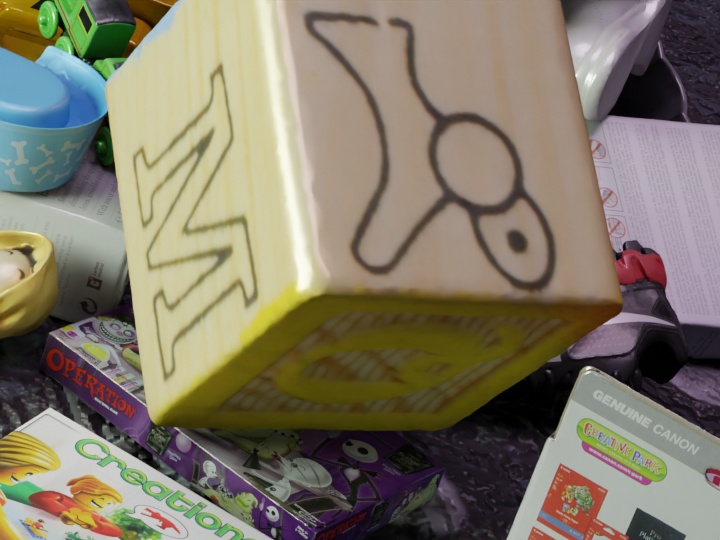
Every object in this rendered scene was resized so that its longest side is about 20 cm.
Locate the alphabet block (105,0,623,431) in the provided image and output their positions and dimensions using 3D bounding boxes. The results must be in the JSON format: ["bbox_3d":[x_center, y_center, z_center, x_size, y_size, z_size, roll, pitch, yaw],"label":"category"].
[{"bbox_3d":[-0.004,-0.041,1.321,0.194,0.196,0.201,3,66,-28],"label":"alphabet block"}]

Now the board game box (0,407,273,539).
[{"bbox_3d":[-0.110,0.148,1.226,0.199,0.035,0.126,29,29,16],"label":"board game box"}]

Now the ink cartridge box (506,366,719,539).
[{"bbox_3d":[0.179,0.150,1.252,0.199,0.176,0.084,30,30,18],"label":"ink cartridge box"}]

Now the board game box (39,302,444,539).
[{"bbox_3d":[-0.065,0.080,1.383,0.200,0.032,0.120,34,27,25],"label":"board game box"}]

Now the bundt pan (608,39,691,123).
[{"bbox_3d":[0.132,-0.120,1.740,0.201,0.076,0.203,24,47,-29],"label":"bundt pan"}]

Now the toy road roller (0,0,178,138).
[{"bbox_3d":[-0.162,-0.115,1.573,0.199,0.123,0.146,16,42,0],"label":"toy road roller"}]

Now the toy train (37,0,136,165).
[{"bbox_3d":[-0.159,-0.145,1.485,0.042,0.056,0.201,-5,54,-33],"label":"toy train"}]

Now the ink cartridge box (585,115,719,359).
[{"bbox_3d":[0.186,-0.021,1.639,0.199,0.050,0.163,2,57,-21],"label":"ink cartridge box"}]

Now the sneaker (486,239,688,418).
[{"bbox_3d":[0.111,0.052,1.486,0.199,0.071,0.098,-16,64,-27],"label":"sneaker"}]

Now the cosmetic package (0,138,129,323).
[{"bbox_3d":[-0.221,-0.045,1.456,0.199,0.074,0.102,19,28,-3],"label":"cosmetic package"}]

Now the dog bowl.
[{"bbox_3d":[-0.238,-0.105,1.426,0.199,0.050,0.111,25,28,12],"label":"dog bowl"}]

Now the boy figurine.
[{"bbox_3d":[-0.250,0.016,1.343,0.199,0.065,0.124,-1,32,-27],"label":"boy figurine"}]

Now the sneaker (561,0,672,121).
[{"bbox_3d":[0.153,-0.167,1.692,0.088,0.076,0.200,22,27,14],"label":"sneaker"}]
